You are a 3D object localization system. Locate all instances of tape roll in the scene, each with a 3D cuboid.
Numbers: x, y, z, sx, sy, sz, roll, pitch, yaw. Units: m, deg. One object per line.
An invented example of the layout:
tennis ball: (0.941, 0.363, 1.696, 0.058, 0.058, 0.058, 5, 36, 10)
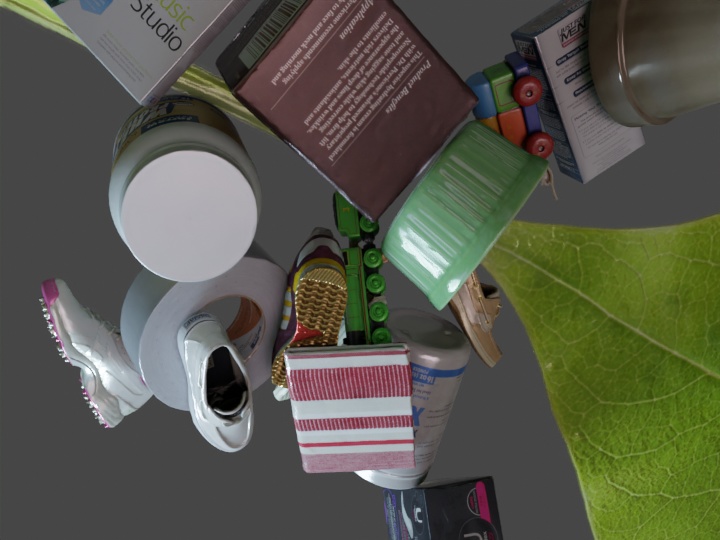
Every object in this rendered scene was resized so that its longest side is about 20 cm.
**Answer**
tape roll: (-0.169, 0.059, 0.842, 0.197, 0.066, 0.204, -21, 129, -27)

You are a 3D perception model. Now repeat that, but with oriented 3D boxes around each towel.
towel: (-0.009, 0.162, 0.849, 0.141, 0.023, 0.203, -3, 127, 3)

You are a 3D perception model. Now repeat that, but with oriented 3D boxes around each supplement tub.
supplement tub: (0.058, 0.165, 0.959, 0.129, 0.132, 0.204, 8, 110, -21)
supplement tub: (-0.176, -0.087, 0.732, 0.142, 0.200, 0.148, -7, 115, -15)

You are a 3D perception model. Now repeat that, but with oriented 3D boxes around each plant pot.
plant pot: (0.378, -0.264, 0.808, 0.197, 0.172, 0.205, -7, 101, -38)

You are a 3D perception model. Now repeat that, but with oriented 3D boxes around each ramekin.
ramekin: (0.108, -0.065, 0.805, 0.097, 0.200, 0.201, 37, 100, 4)

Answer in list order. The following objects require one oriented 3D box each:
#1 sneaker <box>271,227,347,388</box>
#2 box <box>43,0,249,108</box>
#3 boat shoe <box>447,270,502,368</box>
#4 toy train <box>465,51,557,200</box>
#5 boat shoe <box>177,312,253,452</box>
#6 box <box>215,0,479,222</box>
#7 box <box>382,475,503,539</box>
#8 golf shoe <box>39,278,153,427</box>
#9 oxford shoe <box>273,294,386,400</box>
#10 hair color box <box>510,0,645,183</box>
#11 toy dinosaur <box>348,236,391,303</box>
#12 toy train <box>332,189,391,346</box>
sneaker: (-0.055, 0.048, 0.827, 0.073, 0.091, 0.202, 12, 129, -13)
box: (-0.189, -0.281, 0.701, 0.144, 0.036, 0.200, 45, 94, 0)
boat shoe: (0.153, 0.042, 0.967, 0.068, 0.074, 0.202, -30, 119, 2)
toy train: (0.171, -0.149, 0.891, 0.114, 0.085, 0.202, -18, 123, 7)
boat shoe: (-0.150, 0.140, 0.815, 0.071, 0.066, 0.203, -22, 130, -26)
box: (-0.020, -0.194, 0.754, 0.166, 0.165, 0.199, -47, 119, 6)
box: (0.111, 0.354, 1.007, 0.104, 0.200, 0.125, -5, 76, -15)
golf shoe: (-0.301, 0.085, 0.850, 0.090, 0.075, 0.203, -26, 125, -17)
oxford shoe: (-0.047, 0.088, 0.937, 0.201, 0.058, 0.075, -49, 163, 16)
hair color box: (0.268, -0.221, 0.894, 0.099, 0.061, 0.202, -32, 119, -5)
toy dinosaur: (-0.027, 0.009, 0.872, 0.199, 0.101, 0.058, -40, 160, -4)
toy train: (0.000, 0.000, 0.839, 0.055, 0.042, 0.205, -6, 79, 2)
